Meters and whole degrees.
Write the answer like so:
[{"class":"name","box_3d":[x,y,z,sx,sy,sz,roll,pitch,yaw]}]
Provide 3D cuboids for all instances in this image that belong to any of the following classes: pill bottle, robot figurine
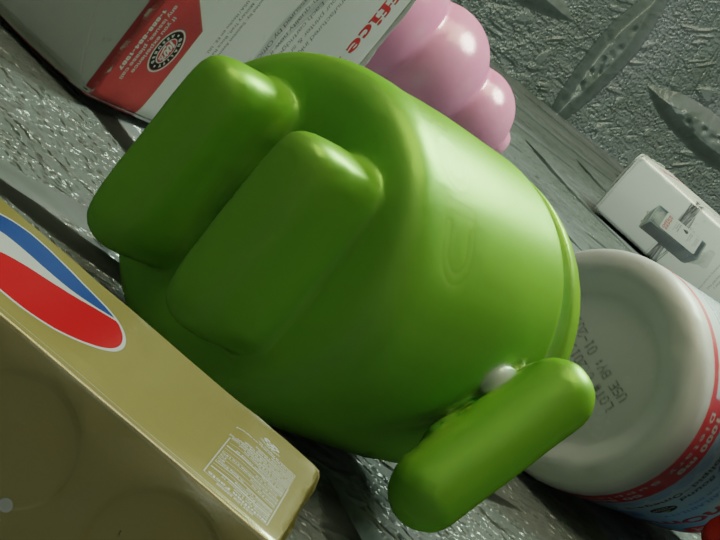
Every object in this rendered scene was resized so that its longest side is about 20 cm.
[{"class":"pill bottle","box_3d":[0.145,0.065,1.002,0.109,0.109,0.200,47,11,31]},{"class":"robot figurine","box_3d":[0.000,0.000,0.707,0.175,0.116,0.200,41,8,32]}]

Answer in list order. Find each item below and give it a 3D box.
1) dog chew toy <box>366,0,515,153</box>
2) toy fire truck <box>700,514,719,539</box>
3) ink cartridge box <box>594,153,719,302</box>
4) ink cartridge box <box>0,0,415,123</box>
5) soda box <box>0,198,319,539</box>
[{"class":"dog chew toy","box_3d":[0.037,-0.159,1.581,0.200,0.125,0.125,47,8,-17]},{"class":"toy fire truck","box_3d":[0.232,0.130,0.899,0.200,0.112,0.168,57,17,-5]},{"class":"ink cartridge box","box_3d":[0.366,-0.028,2.345,0.200,0.085,0.146,46,11,17]},{"class":"ink cartridge box","box_3d":[-0.063,-0.141,1.007,0.083,0.147,0.200,42,9,21]},{"class":"soda box","box_3d":[-0.106,0.006,0.412,0.200,0.068,0.064,41,9,1]}]
